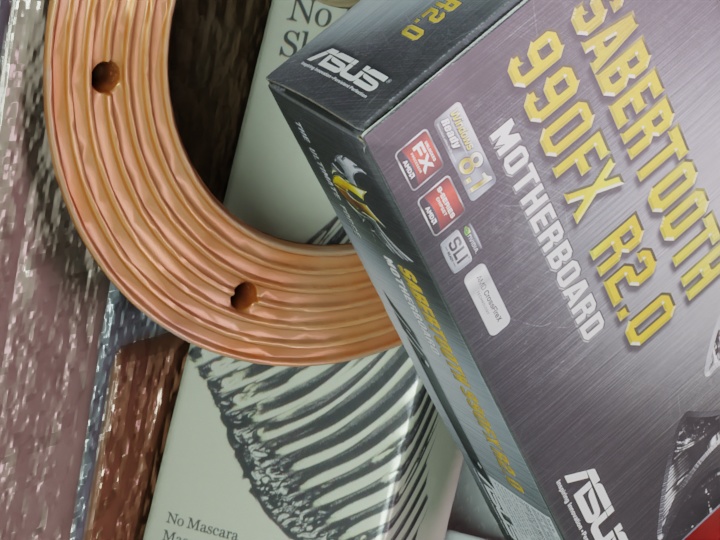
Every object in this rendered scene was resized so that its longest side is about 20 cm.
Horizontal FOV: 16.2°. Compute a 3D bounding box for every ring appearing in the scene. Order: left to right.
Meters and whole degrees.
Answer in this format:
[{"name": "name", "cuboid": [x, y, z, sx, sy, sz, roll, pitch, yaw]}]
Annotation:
[{"name": "ring", "cuboid": [0.001, -0.069, 0.684, 0.200, 0.019, 0.201, -16, 120, -30]}]

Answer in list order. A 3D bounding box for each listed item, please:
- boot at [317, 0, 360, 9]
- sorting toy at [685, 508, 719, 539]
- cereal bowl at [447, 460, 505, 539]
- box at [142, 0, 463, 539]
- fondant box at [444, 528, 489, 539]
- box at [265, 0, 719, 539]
[{"name": "boot", "cuboid": [0.034, -0.172, 0.775, 0.166, 0.072, 0.200, 3, 96, -69]}, {"name": "sorting toy", "cuboid": [0.181, 0.083, 0.981, 0.070, 0.199, 0.200, 72, 26, -73]}, {"name": "cereal bowl", "cuboid": [0.051, 0.094, 0.948, 0.200, 0.083, 0.200, -167, -90, -78]}, {"name": "box", "cuboid": [0.000, 0.000, 0.787, 0.068, 0.082, 0.200, 16, 85, -71]}, {"name": "fondant box", "cuboid": [-0.002, 0.177, 0.795, 0.058, 0.144, 0.200, 77, 31, -55]}, {"name": "box", "cuboid": [0.080, -0.022, 0.722, 0.158, 0.048, 0.200, -39, 130, -15]}]
